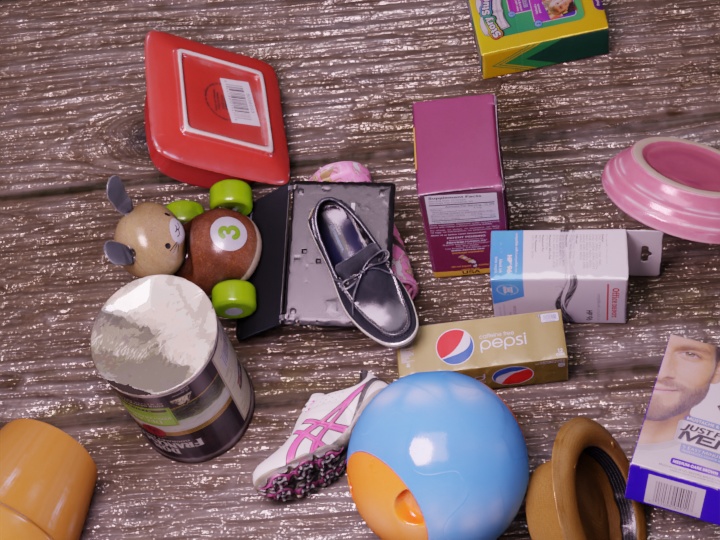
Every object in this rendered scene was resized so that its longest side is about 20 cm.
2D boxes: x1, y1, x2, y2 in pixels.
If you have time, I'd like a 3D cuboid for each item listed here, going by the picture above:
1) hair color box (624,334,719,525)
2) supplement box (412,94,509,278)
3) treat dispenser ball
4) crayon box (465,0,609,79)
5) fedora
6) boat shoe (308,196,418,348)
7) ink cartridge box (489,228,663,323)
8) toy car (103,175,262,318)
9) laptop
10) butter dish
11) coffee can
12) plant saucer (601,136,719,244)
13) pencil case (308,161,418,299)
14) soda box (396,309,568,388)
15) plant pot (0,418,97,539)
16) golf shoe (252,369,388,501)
[{"bbox_3d":[0.366,0.170,1.581,0.108,0.065,0.201,14,45,15],"label":"hair color box"},{"bbox_3d":[0.123,-0.096,1.716,0.102,0.201,0.133,-5,60,6],"label":"supplement box"},{"bbox_3d":[0.083,0.210,1.560,0.198,0.202,0.204,-4,62,7],"label":"treat dispenser ball"},{"bbox_3d":[0.227,-0.367,1.923,0.170,0.058,0.202,-11,61,5],"label":"crayon box"},{"bbox_3d":[0.234,0.263,1.548,0.081,0.200,0.203,-19,55,37],"label":"fedora"},{"bbox_3d":[0.000,0.000,1.653,0.074,0.062,0.202,-29,75,-6],"label":"boat shoe"},{"bbox_3d":[0.253,0.008,1.688,0.197,0.116,0.069,-1,63,9],"label":"ink cartridge box"},{"bbox_3d":[-0.230,-0.037,1.726,0.156,0.199,0.167,-20,61,31],"label":"toy car"},{"bbox_3d":[-0.056,-0.008,1.746,0.197,0.103,0.180,1,74,5],"label":"laptop"},{"bbox_3d":[-0.206,-0.178,1.853,0.197,0.148,0.202,11,53,-31],"label":"butter dish"},{"bbox_3d":[-0.212,0.116,1.660,0.144,0.201,0.148,-4,61,7],"label":"coffee can"},{"bbox_3d":[0.386,-0.102,1.702,0.197,0.051,0.201,10,30,-6],"label":"plant saucer"},{"bbox_3d":[0.000,-0.039,1.776,0.083,0.086,0.202,-45,54,35],"label":"pencil case"},{"bbox_3d":[0.142,0.098,1.686,0.197,0.068,0.065,-7,62,6],"label":"soda box"},{"bbox_3d":[-0.390,0.276,1.622,0.197,0.202,0.184,13,50,15],"label":"plant pot"},{"bbox_3d":[-0.045,0.192,1.670,0.198,0.073,0.092,-29,55,-18],"label":"golf shoe"}]
